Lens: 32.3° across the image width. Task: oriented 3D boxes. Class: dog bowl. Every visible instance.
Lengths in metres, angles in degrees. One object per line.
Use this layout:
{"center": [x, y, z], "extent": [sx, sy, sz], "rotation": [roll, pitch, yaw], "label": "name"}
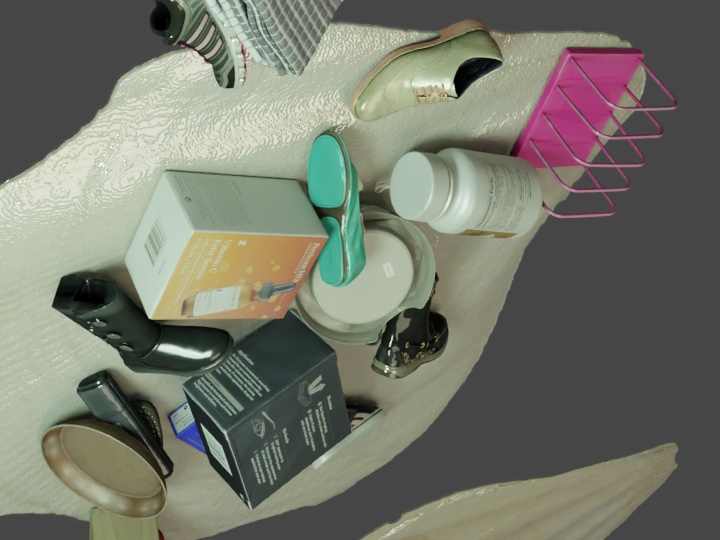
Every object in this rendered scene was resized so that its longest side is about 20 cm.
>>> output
{"center": [0.000, 0.000, 1.697], "extent": [0.198, 0.059, 0.202], "rotation": [-7, 120, -12], "label": "dog bowl"}

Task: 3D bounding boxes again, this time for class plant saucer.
{"center": [-0.355, 0.274, 1.752], "extent": [0.201, 0.198, 0.035], "rotation": [100, 14, -47], "label": "plant saucer"}

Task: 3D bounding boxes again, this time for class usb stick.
{"center": [-0.326, 0.221, 1.738], "extent": [0.055, 0.033, 0.201], "rotation": [-21, 123, 10], "label": "usb stick"}

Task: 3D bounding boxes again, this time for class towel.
{"center": [-0.077, -0.307, 1.229], "extent": [0.167, 0.085, 0.200], "rotation": [-65, 148, -17], "label": "towel"}

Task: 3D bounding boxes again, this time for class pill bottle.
{"center": [0.142, -0.105, 1.680], "extent": [0.198, 0.115, 0.115], "rotation": [4, 132, -39], "label": "pill bottle"}

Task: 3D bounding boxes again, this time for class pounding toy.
{"center": [-0.356, 0.480, 1.984], "extent": [0.140, 0.185, 0.201], "rotation": [-3, 138, -16], "label": "pounding toy"}

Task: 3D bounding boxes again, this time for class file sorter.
{"center": [0.321, -0.185, 1.708], "extent": [0.138, 0.126, 0.201], "rotation": [-5, 138, -31], "label": "file sorter"}

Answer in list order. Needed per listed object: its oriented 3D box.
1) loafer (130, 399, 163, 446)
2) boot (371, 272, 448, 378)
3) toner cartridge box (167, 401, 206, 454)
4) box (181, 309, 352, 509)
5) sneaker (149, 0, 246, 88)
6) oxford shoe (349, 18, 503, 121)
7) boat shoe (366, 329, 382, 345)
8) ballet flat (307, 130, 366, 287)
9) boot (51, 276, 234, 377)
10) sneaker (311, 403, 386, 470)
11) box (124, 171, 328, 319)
{"center": [-0.326, 0.264, 1.829], "extent": [0.072, 0.072, 0.202], "rotation": [1, 123, -9], "label": "loafer"}
{"center": [0.086, 0.061, 1.862], "extent": [0.199, 0.073, 0.152], "rotation": [-28, 133, -54], "label": "boot"}
{"center": [-0.201, 0.244, 1.911], "extent": [0.095, 0.043, 0.200], "rotation": [-35, 144, 7], "label": "toner cartridge box"}
{"center": [-0.130, 0.201, 1.796], "extent": [0.199, 0.117, 0.198], "rotation": [-34, 141, -21], "label": "box"}
{"center": [-0.174, -0.259, 1.301], "extent": [0.086, 0.074, 0.200], "rotation": [-15, 151, 1], "label": "sneaker"}
{"center": [0.081, -0.233, 1.514], "extent": [0.199, 0.074, 0.071], "rotation": [-32, 145, 0], "label": "oxford shoe"}
{"center": [0.006, 0.035, 1.793], "extent": [0.072, 0.063, 0.201], "rotation": [-22, 144, -12], "label": "boat shoe"}
{"center": [-0.026, -0.081, 1.590], "extent": [0.070, 0.067, 0.203], "rotation": [-23, 113, -55], "label": "ballet flat"}
{"center": [-0.273, 0.066, 1.583], "extent": [0.163, 0.066, 0.200], "rotation": [-9, 147, 17], "label": "boot"}
{"center": [-0.033, 0.248, 2.022], "extent": [0.078, 0.080, 0.199], "rotation": [-47, 167, 31], "label": "sneaker"}
{"center": [-0.167, -0.028, 1.551], "extent": [0.198, 0.107, 0.153], "rotation": [1, 134, -37], "label": "box"}
